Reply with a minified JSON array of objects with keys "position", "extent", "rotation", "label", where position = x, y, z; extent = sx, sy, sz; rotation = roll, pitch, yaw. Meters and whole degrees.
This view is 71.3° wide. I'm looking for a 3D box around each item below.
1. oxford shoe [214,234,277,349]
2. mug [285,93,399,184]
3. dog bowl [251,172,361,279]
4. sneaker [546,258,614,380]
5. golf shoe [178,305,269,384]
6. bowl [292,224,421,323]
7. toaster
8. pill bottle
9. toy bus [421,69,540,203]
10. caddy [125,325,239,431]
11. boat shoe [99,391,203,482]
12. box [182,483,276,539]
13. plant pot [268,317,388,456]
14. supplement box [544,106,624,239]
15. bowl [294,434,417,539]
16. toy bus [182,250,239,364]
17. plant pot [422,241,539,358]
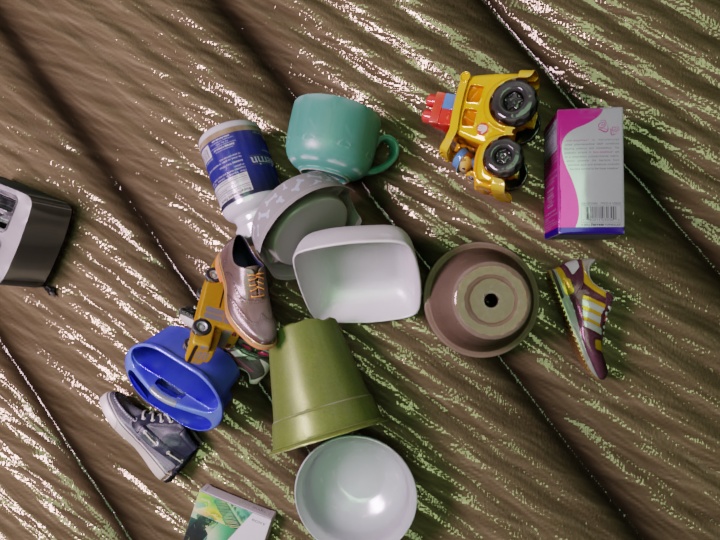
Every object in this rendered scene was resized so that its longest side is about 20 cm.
[{"position":[-0.181,0.032,0.810],"extent":[0.073,0.071,0.200],"rotation":[-50,60,41],"label":"oxford shoe"},{"position":[-0.034,-0.211,0.852],"extent":[0.185,0.152,0.115],"rotation":[11,86,11],"label":"mug"},{"position":[-0.092,-0.076,0.840],"extent":[0.200,0.200,0.059],"rotation":[-41,61,3],"label":"dog bowl"},{"position":[0.384,0.078,0.829],"extent":[0.090,0.075,0.200],"rotation":[-21,86,11],"label":"sneaker"},{"position":[-0.250,0.130,0.905],"extent":[0.200,0.077,0.088],"rotation":[26,99,9],"label":"golf shoe"},{"position":[0.000,0.000,0.840],"extent":[0.199,0.200,0.075],"rotation":[-4,48,8],"label":"bowl"},{"position":[-0.660,-0.070,0.941],"extent":[0.200,0.119,0.181],"rotation":[22,91,7],"label":"toaster"},{"position":[-0.201,-0.152,0.890],"extent":[0.115,0.116,0.200],"rotation":[-21,86,5],"label":"pill bottle"},{"position":[0.195,-0.229,0.847],"extent":[0.192,0.136,0.201],"rotation":[13,92,20],"label":"toy bus"},{"position":[-0.310,0.191,0.866],"extent":[0.200,0.105,0.142],"rotation":[29,122,8],"label":"caddy"},{"position":[-0.377,0.279,0.919],"extent":[0.093,0.075,0.200],"rotation":[-41,91,-3],"label":"boat shoe"},{"position":[-0.251,0.509,0.905],"extent":[0.144,0.036,0.200],"rotation":[18,89,7],"label":"box"},{"position":[-0.074,0.184,0.836],"extent":[0.200,0.200,0.190],"rotation":[-18,74,6],"label":"plant pot"},{"position":[0.365,-0.155,0.829],"extent":[0.101,0.103,0.201],"rotation":[1,89,8],"label":"supplement box"},{"position":[-0.004,0.361,0.850],"extent":[0.200,0.090,0.202],"rotation":[0,93,6],"label":"bowl"},{"position":[-0.239,0.062,0.848],"extent":[0.078,0.065,0.200],"rotation":[19,45,-21],"label":"toy bus"},{"position":[0.199,0.045,0.804],"extent":[0.200,0.175,0.201],"rotation":[0,86,6],"label":"plant pot"}]
